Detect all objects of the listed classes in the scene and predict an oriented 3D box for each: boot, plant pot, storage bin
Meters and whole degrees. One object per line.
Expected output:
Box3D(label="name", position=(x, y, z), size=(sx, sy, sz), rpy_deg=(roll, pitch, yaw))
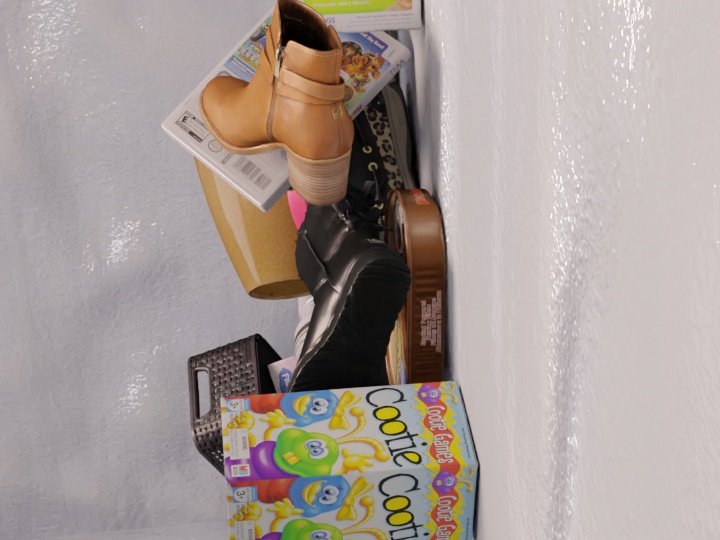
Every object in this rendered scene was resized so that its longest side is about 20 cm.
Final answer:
Box3D(label="boot", position=(-0.026, 0.026, 1.383), size=(0.198, 0.073, 0.162), rpy_deg=(-66, 26, 20))
Box3D(label="boot", position=(-0.024, -0.073, 1.495), size=(0.073, 0.154, 0.204), rpy_deg=(123, 141, -83))
Box3D(label="plant pot", position=(-0.094, -0.074, 1.767), size=(0.186, 0.186, 0.200), rpy_deg=(104, 160, -75))
Box3D(label="boot", position=(-0.076, -0.163, 1.350), size=(0.200, 0.077, 0.155), rpy_deg=(46, 147, 42))
Box3D(label="storage bin", position=(-0.119, 0.184, 1.893), size=(0.200, 0.094, 0.135), rpy_deg=(55, -159, -49))

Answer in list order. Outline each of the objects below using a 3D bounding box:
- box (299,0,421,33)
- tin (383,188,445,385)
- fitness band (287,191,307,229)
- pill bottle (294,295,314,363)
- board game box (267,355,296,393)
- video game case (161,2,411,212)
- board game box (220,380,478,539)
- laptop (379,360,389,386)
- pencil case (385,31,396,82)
Box3D(label="box", position=(-0.010, -0.313, 1.355), size=(0.101, 0.112, 0.200), rpy_deg=(-108, 15, -67))
Box3D(label="tin", position=(0.047, 0.024, 1.395), size=(0.112, 0.042, 0.200), rpy_deg=(-122, 30, -64))
Box3D(label="fitness band", position=(-0.026, -0.119, 1.694), size=(0.144, 0.037, 0.200), rpy_deg=(64, -144, -45))
Box3D(label="pill bottle", position=(-0.015, 0.107, 1.798), size=(0.116, 0.116, 0.200), rpy_deg=(92, 173, -52))
Box3D(label="board game box", position=(-0.035, 0.194, 1.921), size=(0.200, 0.041, 0.200), rpy_deg=(-9, -100, -75))
Box3D(label="video game case", position=(-0.070, -0.166, 1.463), size=(0.143, 0.200, 0.018), rpy_deg=(38, 171, 27))
Box3D(label="board game box", position=(-0.012, 0.169, 1.301), size=(0.103, 0.200, 0.105), rpy_deg=(-101, 9, -52))
Box3D(label="laptop", position=(0.059, 0.116, 1.558), size=(0.200, 0.103, 0.177), rpy_deg=(7, -102, -69))
Box3D(label="pencil case", position=(-0.006, -0.154, 1.596), size=(0.078, 0.089, 0.200), rpy_deg=(-112, 17, -73))
